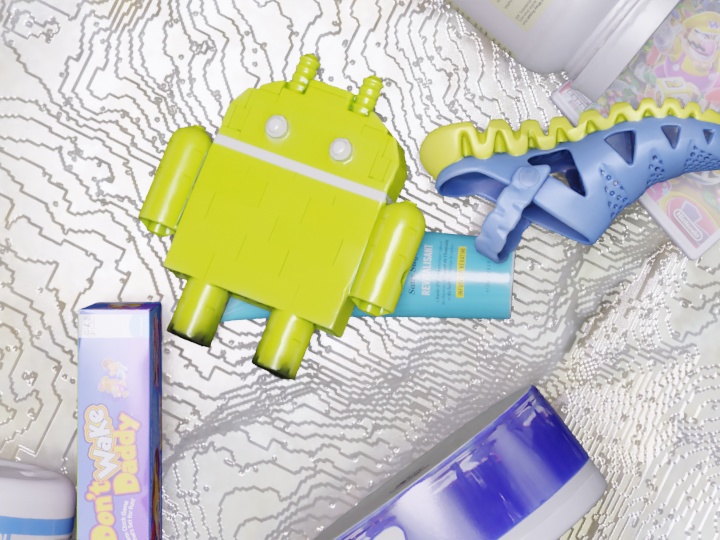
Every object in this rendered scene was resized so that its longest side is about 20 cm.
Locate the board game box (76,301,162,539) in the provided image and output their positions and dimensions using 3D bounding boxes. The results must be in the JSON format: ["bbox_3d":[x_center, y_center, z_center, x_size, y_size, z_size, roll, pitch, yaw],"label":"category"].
[{"bbox_3d":[-0.149,0.121,1.636,0.044,0.134,0.201,0,91,-1],"label":"board game box"}]

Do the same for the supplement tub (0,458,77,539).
[{"bbox_3d":[-0.254,0.220,1.638,0.131,0.132,0.201,8,90,-1],"label":"supplement tub"}]

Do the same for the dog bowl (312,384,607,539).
[{"bbox_3d":[0.050,0.158,1.607,0.200,0.200,0.079,-36,89,0],"label":"dog bowl"}]

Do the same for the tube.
[{"bbox_3d":[0.000,0.000,1.684,0.199,0.050,0.078,3,76,4],"label":"tube"}]

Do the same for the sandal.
[{"bbox_3d":[0.140,-0.055,1.641,0.199,0.080,0.088,-10,72,7],"label":"sandal"}]

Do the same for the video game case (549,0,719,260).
[{"bbox_3d":[0.243,-0.125,1.695,0.200,0.018,0.143,-42,91,0],"label":"video game case"}]

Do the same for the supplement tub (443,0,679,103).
[{"bbox_3d":[0.108,-0.214,1.624,0.200,0.145,0.145,40,90,1],"label":"supplement tub"}]

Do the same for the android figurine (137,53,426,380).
[{"bbox_3d":[-0.046,-0.038,1.659,0.181,0.041,0.201,22,84,16],"label":"android figurine"}]
